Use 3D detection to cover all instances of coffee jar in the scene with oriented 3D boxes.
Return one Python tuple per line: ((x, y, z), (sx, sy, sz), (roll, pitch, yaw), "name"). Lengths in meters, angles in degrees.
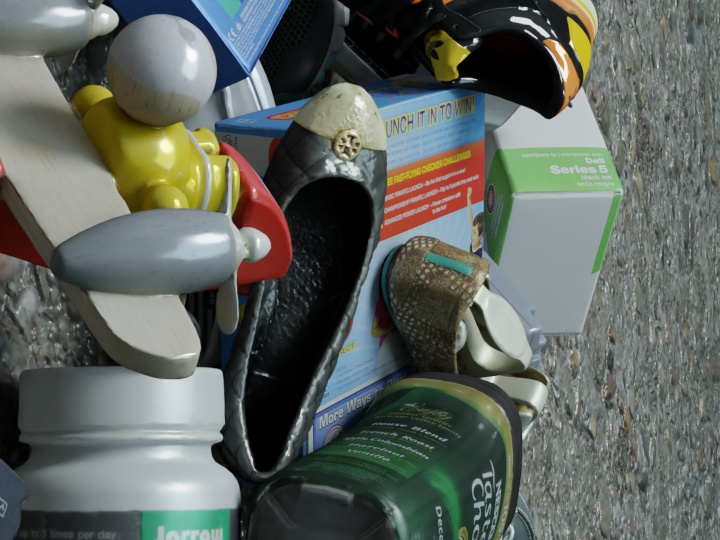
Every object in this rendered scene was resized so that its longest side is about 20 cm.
((0.019, 0.121, 0.849), (0.200, 0.085, 0.105), (-32, 128, -64), "coffee jar")

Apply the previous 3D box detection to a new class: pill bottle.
((-0.111, 0.146, 0.777), (0.113, 0.113, 0.200), (11, 77, -67), "pill bottle")

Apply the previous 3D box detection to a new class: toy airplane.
((-0.119, -0.050, 0.687), (0.200, 0.141, 0.199), (39, 19, -1), "toy airplane")

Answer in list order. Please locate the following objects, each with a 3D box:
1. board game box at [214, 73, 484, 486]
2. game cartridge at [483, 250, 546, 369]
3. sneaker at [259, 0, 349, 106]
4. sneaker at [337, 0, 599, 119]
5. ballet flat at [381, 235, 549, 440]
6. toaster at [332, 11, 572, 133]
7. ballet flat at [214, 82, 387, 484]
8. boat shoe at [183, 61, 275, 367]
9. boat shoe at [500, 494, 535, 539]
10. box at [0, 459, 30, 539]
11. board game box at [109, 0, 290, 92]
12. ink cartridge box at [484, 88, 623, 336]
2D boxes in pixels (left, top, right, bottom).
((0.000, 0.000, 0.950), (0.200, 0.056, 0.196), (-22, 116, -55), "board game box")
((0.055, 0.072, 1.119), (0.041, 0.133, 0.200), (-19, 138, -32), "game cartridge")
((-0.059, -0.199, 1.015), (0.091, 0.077, 0.200), (15, 69, -49), "sneaker")
((0.040, -0.151, 0.950), (0.090, 0.200, 0.070), (-74, -170, -45), "sneaker")
((0.070, 0.059, 0.963), (0.071, 0.065, 0.200), (-63, 145, -27), "ballet flat")
((0.039, -0.163, 1.094), (0.200, 0.114, 0.129), (47, 24, 18), "toaster")
((-0.023, 0.008, 0.821), (0.057, 0.066, 0.200), (-152, -105, -69), "ballet flat")
((-0.083, -0.042, 0.912), (0.067, 0.073, 0.200), (-42, 126, -64), "boat shoe")
((0.061, 0.158, 1.054), (0.200, 0.073, 0.062), (40, 9, -50), "boat shoe")
((-0.222, 0.104, 0.504), (0.200, 0.124, 0.197), (60, 33, -48), "box")
((-0.104, -0.208, 0.846), (0.200, 0.045, 0.152), (53, 38, -26), "board game box")
((0.114, -0.072, 1.234), (0.146, 0.084, 0.200), (99, -15, -45), "ink cartridge box")
